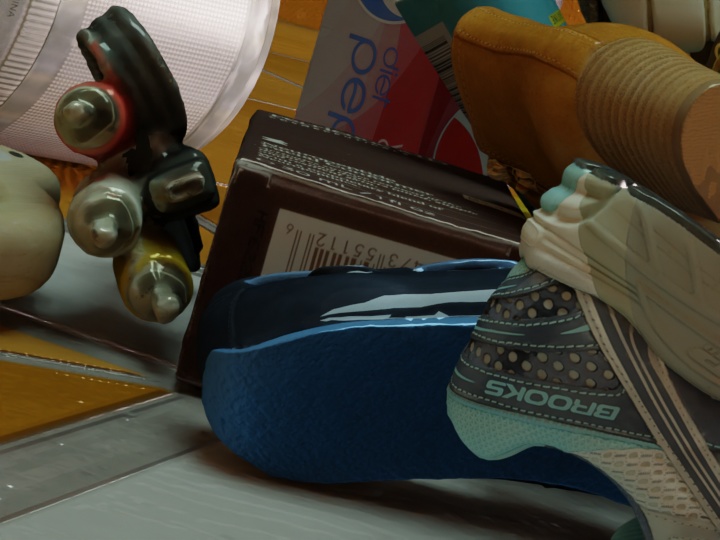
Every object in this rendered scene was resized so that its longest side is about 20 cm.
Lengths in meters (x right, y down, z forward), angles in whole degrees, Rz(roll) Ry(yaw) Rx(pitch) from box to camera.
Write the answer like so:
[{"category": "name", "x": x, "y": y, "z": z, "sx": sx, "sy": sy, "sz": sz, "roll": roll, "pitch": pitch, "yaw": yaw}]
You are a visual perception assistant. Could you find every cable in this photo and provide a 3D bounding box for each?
[{"category": "cable", "x": -0.080, "y": -0.033, "z": 0.904, "sx": 0.050, "sy": 0.097, "sz": 0.200, "roll": -21, "pitch": 4, "yaw": -7}]

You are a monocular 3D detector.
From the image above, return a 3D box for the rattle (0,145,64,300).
[{"category": "rattle", "x": -0.134, "y": -0.066, "z": 0.855, "sx": 0.130, "sy": 0.143, "sz": 0.200, "roll": 4, "pitch": 8, "yaw": 20}]

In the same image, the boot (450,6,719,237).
[{"category": "boot", "x": 0.113, "y": -0.001, "z": 0.861, "sx": 0.201, "sy": 0.071, "sz": 0.144, "roll": 55, "pitch": -12, "yaw": -26}]

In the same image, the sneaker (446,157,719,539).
[{"category": "sneaker", "x": 0.108, "y": 0.060, "z": 0.683, "sx": 0.200, "sy": 0.086, "sz": 0.078, "roll": 37, "pitch": 7, "yaw": -7}]

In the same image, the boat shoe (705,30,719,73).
[{"category": "boat shoe", "x": 0.139, "y": -0.036, "z": 0.928, "sx": 0.061, "sy": 0.072, "sz": 0.201, "roll": 46, "pitch": -18, "yaw": 14}]

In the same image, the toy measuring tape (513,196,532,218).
[{"category": "toy measuring tape", "x": 0.075, "y": -0.010, "z": 1.144, "sx": 0.074, "sy": 0.074, "sz": 0.200, "roll": 15, "pitch": 8, "yaw": -11}]

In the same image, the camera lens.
[{"category": "camera lens", "x": -0.147, "y": -0.132, "z": 1.191, "sx": 0.200, "sy": 0.160, "sz": 0.160, "roll": 9, "pitch": 11, "yaw": -45}]

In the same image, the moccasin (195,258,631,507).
[{"category": "moccasin", "x": 0.053, "y": 0.018, "z": 0.754, "sx": 0.200, "sy": 0.081, "sz": 0.068, "roll": 8, "pitch": 24, "yaw": -18}]

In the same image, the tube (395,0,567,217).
[{"category": "tube", "x": 0.082, "y": -0.021, "z": 0.963, "sx": 0.200, "sy": 0.050, "sz": 0.077, "roll": 60, "pitch": 11, "yaw": -5}]

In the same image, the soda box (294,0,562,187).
[{"category": "soda box", "x": 0.026, "y": -0.083, "z": 1.053, "sx": 0.070, "sy": 0.200, "sz": 0.063, "roll": 22, "pitch": 10, "yaw": 39}]

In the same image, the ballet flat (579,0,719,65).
[{"category": "ballet flat", "x": 0.113, "y": -0.083, "z": 0.986, "sx": 0.070, "sy": 0.200, "sz": 0.065, "roll": -10, "pitch": 39, "yaw": 0}]

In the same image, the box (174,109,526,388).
[{"category": "box", "x": 0.000, "y": 0.000, "z": 0.893, "sx": 0.100, "sy": 0.075, "sz": 0.200, "roll": 16, "pitch": 6, "yaw": -3}]
